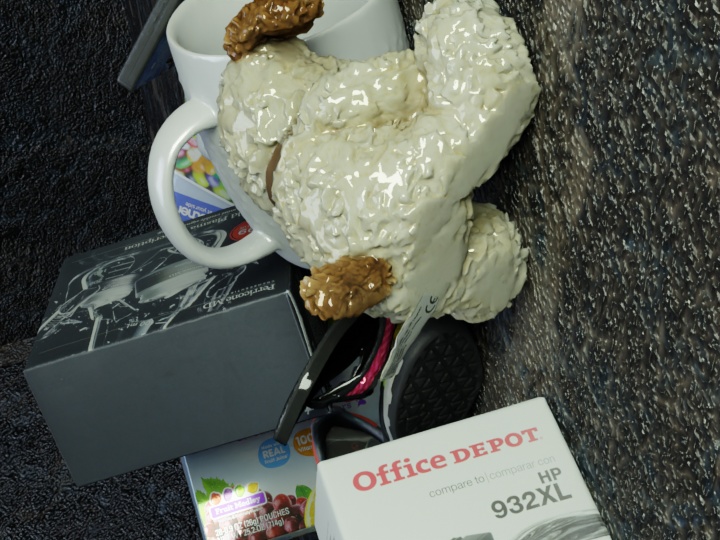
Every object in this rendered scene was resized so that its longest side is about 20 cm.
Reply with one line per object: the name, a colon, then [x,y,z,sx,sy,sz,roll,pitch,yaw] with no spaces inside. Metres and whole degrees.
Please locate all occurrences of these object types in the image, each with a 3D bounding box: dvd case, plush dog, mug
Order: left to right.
dvd case: [-0.118,-0.222,1.023,0.144,0.017,0.200,-57,0,23]
mug: [-0.050,-0.083,0.843,0.147,0.199,0.177,25,141,45]
plush dog: [-0.012,-0.055,0.698,0.171,0.160,0.202,37,147,35]

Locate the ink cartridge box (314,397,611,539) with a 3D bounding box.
ink cartridge box: [0.070,0.188,0.715,0.084,0.143,0.202,93,159,-54]

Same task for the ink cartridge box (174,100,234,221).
ink cartridge box: [-0.089,-0.092,1.066,0.042,0.118,0.203,-51,-23,-62]

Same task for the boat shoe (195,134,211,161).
boat shoe: [-0.083,-0.177,0.977,0.067,0.071,0.203,17,89,46]

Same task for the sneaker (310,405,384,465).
sneaker: [0.023,0.180,0.992,0.200,0.075,0.085,43,168,36]

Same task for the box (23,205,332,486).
box: [-0.128,0.045,0.983,0.183,0.197,0.105,-98,-10,-63]

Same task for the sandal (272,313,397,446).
sandal: [0.005,0.050,0.883,0.045,0.200,0.075,36,132,7]

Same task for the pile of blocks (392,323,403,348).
pile of blocks: [0.000,0.000,1.028,0.083,0.061,0.202,92,160,-54]

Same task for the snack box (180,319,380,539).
snack box: [-0.056,0.136,1.115,0.068,0.197,0.171,114,140,-71]

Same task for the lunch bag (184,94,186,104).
lunch bag: [-0.084,-0.078,1.199,0.170,0.126,0.202,-122,11,-71]

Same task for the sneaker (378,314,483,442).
sneaker: [0.034,0.083,0.920,0.083,0.071,0.201,58,160,33]
